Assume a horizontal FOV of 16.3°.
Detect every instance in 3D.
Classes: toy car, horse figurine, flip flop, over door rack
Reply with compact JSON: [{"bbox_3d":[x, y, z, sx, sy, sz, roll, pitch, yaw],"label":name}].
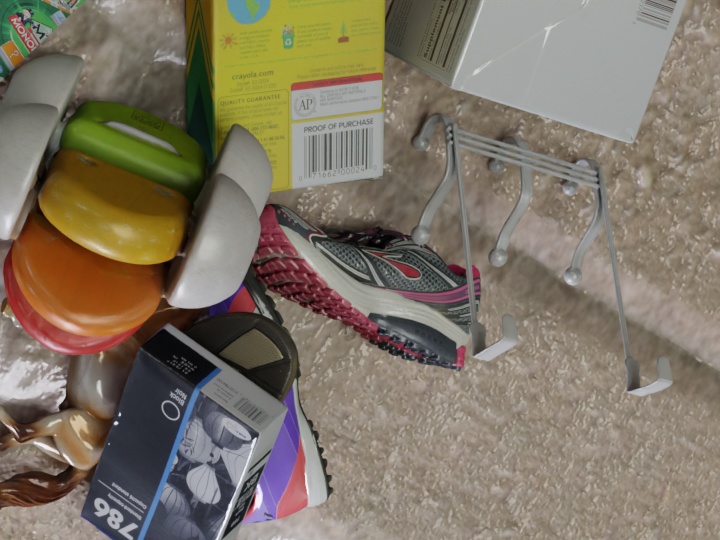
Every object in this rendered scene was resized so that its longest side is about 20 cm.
[{"bbox_3d":[-0.155,-0.027,1.529,0.174,0.200,0.151,22,114,-6],"label":"toy car"},{"bbox_3d":[-0.187,0.071,1.630,0.132,0.050,0.201,19,94,-28],"label":"horse figurine"},{"bbox_3d":[-0.093,0.089,1.639,0.057,0.081,0.200,-36,164,-42],"label":"flip flop"},{"bbox_3d":[0.114,-0.003,1.696,0.147,0.201,0.067,14,136,-32],"label":"over door rack"}]

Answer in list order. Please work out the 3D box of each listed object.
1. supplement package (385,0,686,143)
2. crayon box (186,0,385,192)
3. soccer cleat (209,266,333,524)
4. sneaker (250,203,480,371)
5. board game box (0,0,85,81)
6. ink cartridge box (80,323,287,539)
[{"bbox_3d":[0.130,-0.209,1.662,0.155,0.111,0.201,15,101,-31],"label":"supplement package"},{"bbox_3d":[-0.047,-0.154,1.622,0.126,0.051,0.202,-8,112,-25],"label":"crayon box"},{"bbox_3d":[-0.077,0.083,1.686,0.073,0.068,0.201,-22,119,-12],"label":"soccer cleat"},{"bbox_3d":[0.000,0.000,1.695,0.199,0.080,0.075,29,76,-40],"label":"sneaker"},{"bbox_3d":[-0.252,-0.170,1.462,0.135,0.029,0.200,-44,149,-3],"label":"board game box"},{"bbox_3d":[-0.120,0.137,1.615,0.039,0.099,0.201,-42,160,-47],"label":"ink cartridge box"}]
